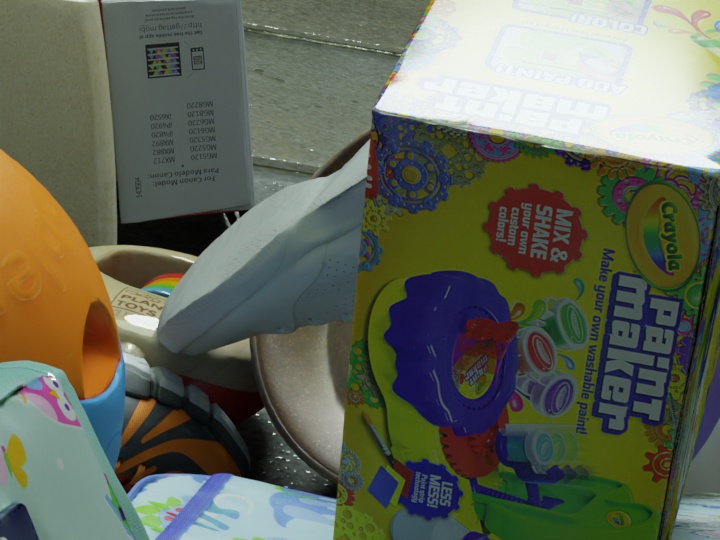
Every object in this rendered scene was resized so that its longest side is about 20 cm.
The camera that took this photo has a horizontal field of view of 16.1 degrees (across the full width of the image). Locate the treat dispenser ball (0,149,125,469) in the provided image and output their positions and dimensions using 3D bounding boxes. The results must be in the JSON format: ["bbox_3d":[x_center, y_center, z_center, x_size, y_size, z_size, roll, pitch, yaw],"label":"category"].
[{"bbox_3d":[-0.183,0.041,0.887,0.200,0.201,0.201,10,17,-3],"label":"treat dispenser ball"}]

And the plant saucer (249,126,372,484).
[{"bbox_3d":[0.047,0.016,1.135,0.200,0.201,0.037,22,-14,32],"label":"plant saucer"}]

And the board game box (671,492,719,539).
[{"bbox_3d":[0.159,0.127,1.054,0.199,0.044,0.200,4,1,-44],"label":"board game box"}]

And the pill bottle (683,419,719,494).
[{"bbox_3d":[0.103,0.052,1.285,0.200,0.111,0.111,25,22,38],"label":"pill bottle"}]

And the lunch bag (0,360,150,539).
[{"bbox_3d":[-0.131,0.135,0.721,0.122,0.201,0.170,15,16,14],"label":"lunch bag"}]

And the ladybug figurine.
[{"bbox_3d":[-0.098,0.038,1.243,0.135,0.072,0.200,18,9,8],"label":"ladybug figurine"}]

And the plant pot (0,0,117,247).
[{"bbox_3d":[-0.232,-0.092,1.431,0.199,0.178,0.200,6,18,-13],"label":"plant pot"}]

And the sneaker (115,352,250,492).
[{"bbox_3d":[-0.137,0.086,1.104,0.200,0.078,0.112,30,48,-29],"label":"sneaker"}]

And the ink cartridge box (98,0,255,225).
[{"bbox_3d":[-0.116,-0.096,1.538,0.084,0.176,0.200,-6,15,-8],"label":"ink cartridge box"}]

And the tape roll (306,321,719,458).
[{"bbox_3d":[0.072,0.021,1.193,0.200,0.200,0.085,21,-14,31],"label":"tape roll"}]

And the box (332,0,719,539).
[{"bbox_3d":[0.076,-0.005,0.943,0.122,0.200,0.193,11,32,10],"label":"box"}]

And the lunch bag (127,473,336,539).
[{"bbox_3d":[-0.041,0.144,0.955,0.160,0.083,0.200,11,16,11],"label":"lunch bag"}]

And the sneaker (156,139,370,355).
[{"bbox_3d":[0.000,0.000,1.105,0.089,0.200,0.075,49,30,-19],"label":"sneaker"}]
